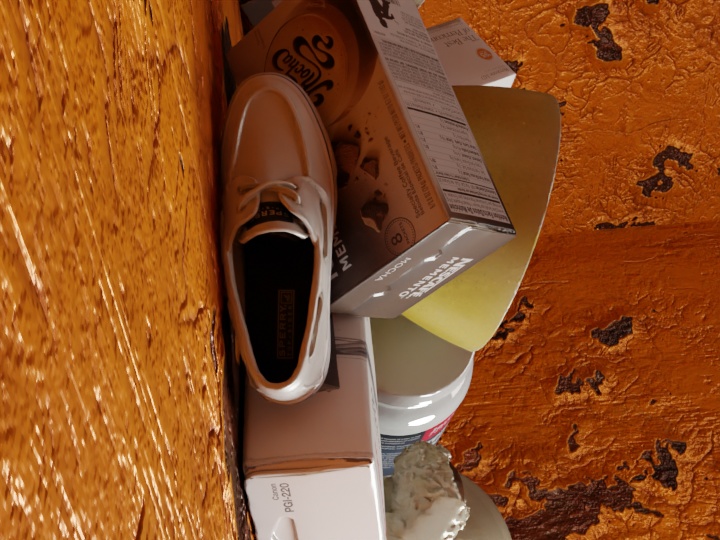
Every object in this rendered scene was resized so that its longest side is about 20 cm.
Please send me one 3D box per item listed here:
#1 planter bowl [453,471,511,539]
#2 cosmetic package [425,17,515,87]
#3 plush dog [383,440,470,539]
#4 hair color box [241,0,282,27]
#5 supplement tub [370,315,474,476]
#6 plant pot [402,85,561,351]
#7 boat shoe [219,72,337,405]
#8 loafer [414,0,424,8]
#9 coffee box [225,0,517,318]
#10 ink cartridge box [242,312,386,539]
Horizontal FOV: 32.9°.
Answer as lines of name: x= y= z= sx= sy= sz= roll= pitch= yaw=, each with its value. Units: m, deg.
planter bowl: x=0.035 y=0.284 z=1.130 sx=0.135 sy=0.199 sz=0.202 roll=12 pitch=73 yaw=-73
cosmetic package: x=0.029 y=-0.149 z=1.026 sx=0.083 sy=0.199 sz=0.051 roll=51 pitch=-34 yaw=22
plush dog: x=-0.003 y=0.230 z=0.980 sx=0.172 sy=0.159 sz=0.201 roll=-151 pitch=-131 yaw=-67
hair color box: x=-0.044 y=-0.272 z=1.043 sx=0.061 sy=0.098 sz=0.201 roll=57 pitch=18 yaw=-36
supplement tub: x=0.019 y=0.095 z=1.063 sx=0.200 sy=0.139 sz=0.141 roll=109 pitch=-20 yaw=-59
plant pot: x=0.045 y=-0.056 z=0.907 sx=0.200 sy=0.141 sz=0.201 roll=-163 pitch=-90 yaw=-83
boat shoe: x=-0.051 y=-0.024 z=0.711 sx=0.066 sy=0.071 sz=0.202 roll=78 pitch=12 yaw=-80
loafer: x=-0.004 y=-0.215 z=1.080 sx=0.068 sy=0.199 sz=0.076 roll=39 pitch=53 yaw=-27
coffee box: x=0.003 y=-0.084 z=0.787 sx=0.080 sy=0.113 sz=0.201 roll=7 pitch=56 yaw=-51
ink cartridge box: x=-0.030 y=0.093 z=0.824 sx=0.146 sy=0.084 sz=0.201 roll=83 pitch=4 yaw=-45
